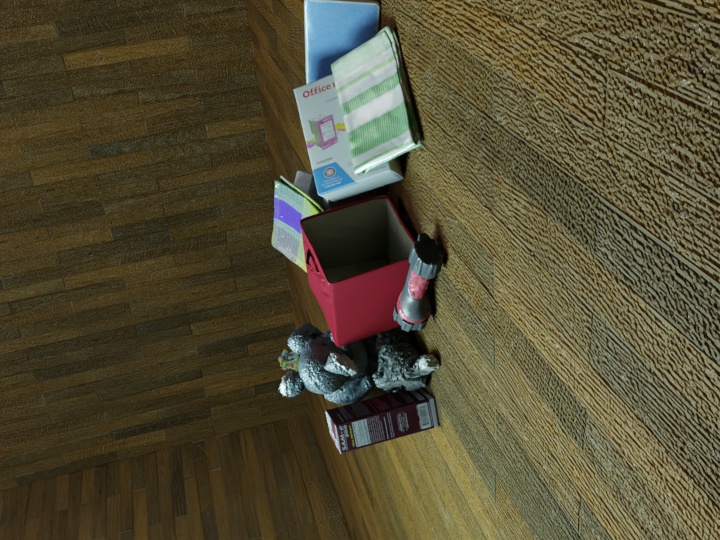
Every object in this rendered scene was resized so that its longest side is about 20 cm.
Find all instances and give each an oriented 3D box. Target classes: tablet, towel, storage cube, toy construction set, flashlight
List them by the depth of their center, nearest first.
[{"bbox_3d":[0.021,-0.274,1.307,0.152,0.023,0.203,-21,79,43],"label":"towel"},{"bbox_3d":[0.099,0.028,1.334,0.068,0.067,0.201,-59,-10,-31],"label":"flashlight"},{"bbox_3d":[-0.034,-0.390,1.405,0.201,0.128,0.014,93,-179,-53],"label":"tablet"},{"bbox_3d":[0.000,0.000,1.461,0.181,0.198,0.172,85,162,-48],"label":"storage cube"},{"bbox_3d":[-0.119,-0.078,1.561,0.143,0.023,0.201,39,147,18],"label":"towel"},{"bbox_3d":[-0.331,0.437,3.824,0.200,0.129,0.093,108,148,-69],"label":"toy construction set"}]

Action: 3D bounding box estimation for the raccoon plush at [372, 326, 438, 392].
[{"bbox_3d":[0.096,0.149,1.524,0.199,0.096,0.136,-30,54,48],"label":"raccoon plush"}]

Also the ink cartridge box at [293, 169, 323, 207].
[{"bbox_3d":[-0.078,-0.180,1.668,0.200,0.043,0.176,19,-96,-70],"label":"ink cartridge box"}]

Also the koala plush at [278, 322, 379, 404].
[{"bbox_3d":[-0.058,0.183,1.538,0.200,0.176,0.186,-12,-98,-74],"label":"koala plush"}]

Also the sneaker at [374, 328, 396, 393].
[{"bbox_3d":[0.055,0.191,1.715,0.078,0.069,0.202,110,146,-60],"label":"sneaker"}]

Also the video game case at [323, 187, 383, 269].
[{"bbox_3d":[-0.008,-0.099,1.562,0.018,0.142,0.202,29,137,39],"label":"video game case"}]

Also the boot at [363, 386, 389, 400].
[{"bbox_3d":[-0.001,0.240,1.711,0.155,0.072,0.203,170,84,-73],"label":"boot"}]

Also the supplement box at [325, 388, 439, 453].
[{"bbox_3d":[0.040,0.286,1.547,0.109,0.197,0.062,-155,53,-77],"label":"supplement box"}]

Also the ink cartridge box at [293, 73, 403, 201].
[{"bbox_3d":[-0.022,-0.242,1.406,0.085,0.143,0.203,14,-118,-70],"label":"ink cartridge box"}]
